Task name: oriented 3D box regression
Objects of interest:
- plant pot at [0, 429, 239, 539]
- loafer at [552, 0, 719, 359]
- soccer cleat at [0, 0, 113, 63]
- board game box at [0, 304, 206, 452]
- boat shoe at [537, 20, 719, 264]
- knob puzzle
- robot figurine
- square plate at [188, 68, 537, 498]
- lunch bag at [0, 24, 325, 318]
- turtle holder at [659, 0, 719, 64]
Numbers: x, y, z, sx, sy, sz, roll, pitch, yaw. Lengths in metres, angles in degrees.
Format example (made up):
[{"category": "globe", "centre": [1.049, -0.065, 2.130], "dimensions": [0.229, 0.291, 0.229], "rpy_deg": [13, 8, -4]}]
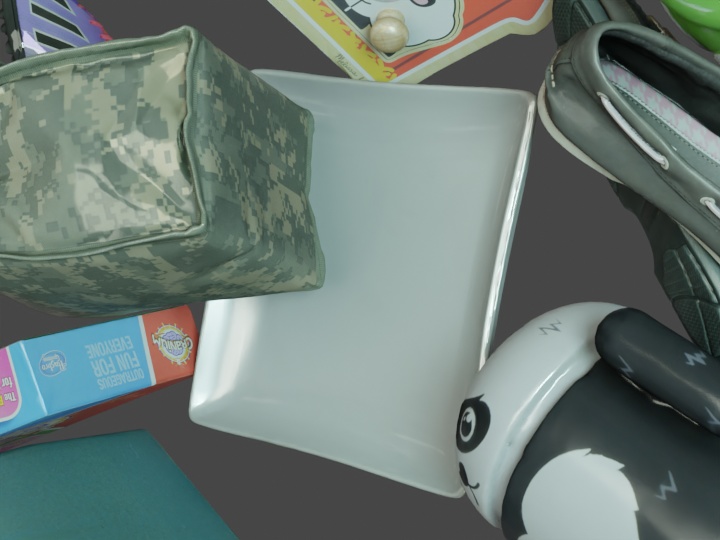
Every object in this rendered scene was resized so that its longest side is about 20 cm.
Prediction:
[{"category": "plant pot", "centre": [-0.173, 0.178, 0.873], "dimensions": [0.141, 0.200, 0.141], "rpy_deg": [46, 108, 27]}, {"category": "loafer", "centre": [0.153, -0.053, 0.790], "dimensions": [0.063, 0.072, 0.200], "rpy_deg": [-18, 74, -13]}, {"category": "soccer cleat", "centre": [-0.153, -0.104, 0.975], "dimensions": [0.073, 0.068, 0.200], "rpy_deg": [-22, 72, 7]}, {"category": "board game box", "centre": [-0.206, 0.078, 0.929], "dimensions": [0.200, 0.153, 0.040], "rpy_deg": [-22, 85, 28]}, {"category": "boat shoe", "centre": [0.168, -0.039, 0.721], "dimensions": [0.200, 0.057, 0.067], "rpy_deg": [31, 67, -1]}, {"category": "knob puzzle", "centre": [0.029, -0.173, 0.797], "dimensions": [0.220, 0.220, 0.030], "rpy_deg": [-24, 39, 27]}, {"category": "robot figurine", "centre": [0.132, 0.100, 0.739], "dimensions": [0.200, 0.125, 0.150], "rpy_deg": [39, 106, 31]}, {"category": "square plate", "centre": [0.000, 0.000, 0.872], "dimensions": [0.200, 0.028, 0.198], "rpy_deg": [10, 91, 42]}, {"category": "lunch bag", "centre": [-0.137, -0.039, 0.835], "dimensions": [0.200, 0.164, 0.118], "rpy_deg": [-9, 78, 18]}, {"category": "turtle holder", "centre": [0.185, -0.164, 0.729], "dimensions": [0.141, 0.132, 0.186], "rpy_deg": [-34, 51, 17]}]
